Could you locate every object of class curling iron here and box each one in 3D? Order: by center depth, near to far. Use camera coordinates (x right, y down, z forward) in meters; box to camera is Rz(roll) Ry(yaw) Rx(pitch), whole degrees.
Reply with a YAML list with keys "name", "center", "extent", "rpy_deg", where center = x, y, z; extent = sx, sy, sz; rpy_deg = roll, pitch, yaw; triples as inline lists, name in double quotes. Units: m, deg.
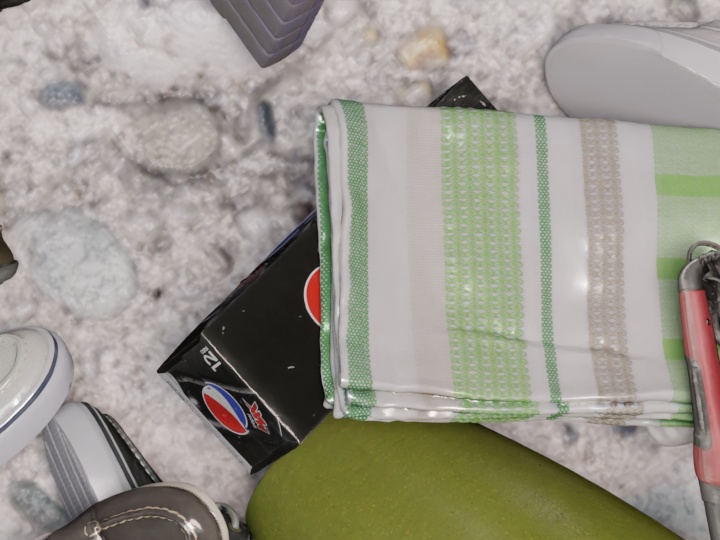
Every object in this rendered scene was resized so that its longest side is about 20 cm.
- name: "curling iron"
  center: [0.167, 0.086, 0.980]
  extent: [0.049, 0.026, 0.202]
  rpy_deg: [-2, 83, -14]

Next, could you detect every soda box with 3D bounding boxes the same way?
- name: "soda box"
  center: [0.000, 0.000, 1.044]
  extent: [0.071, 0.063, 0.200]
  rpy_deg: [47, 59, -3]

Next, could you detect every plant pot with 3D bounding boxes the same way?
- name: "plant pot"
  center: [0.046, 0.152, 1.055]
  extent: [0.200, 0.187, 0.187]
  rpy_deg: [41, 92, 15]

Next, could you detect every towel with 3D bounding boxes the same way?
- name: "towel"
  center: [0.079, -0.005, 1.008]
  extent: [0.198, 0.031, 0.151]
  rpy_deg: [2, 71, -13]

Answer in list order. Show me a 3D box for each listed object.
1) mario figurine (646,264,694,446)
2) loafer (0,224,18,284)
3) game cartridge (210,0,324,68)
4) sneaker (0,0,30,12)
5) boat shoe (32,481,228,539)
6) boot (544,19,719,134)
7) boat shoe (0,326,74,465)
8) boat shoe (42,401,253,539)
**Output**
- name: "mario figurine"
  center: [0.177, 0.013, 1.067]
  extent: [0.198, 0.124, 0.107]
  rpy_deg: [-5, 113, -5]
- name: "loafer"
  center: [-0.261, -0.030, 1.077]
  extent: [0.198, 0.075, 0.070]
  rpy_deg: [10, 97, -1]
- name: "game cartridge"
  center: [-0.081, -0.199, 1.036]
  extent: [0.038, 0.130, 0.201]
  rpy_deg: [-34, 85, -15]
- name: "sneaker"
  center: [-0.167, -0.188, 1.046]
  extent: [0.200, 0.078, 0.091]
  rpy_deg: [-37, 74, 37]
- name: "boat shoe"
  center: [-0.142, 0.157, 1.049]
  extent: [0.199, 0.057, 0.067]
  rpy_deg: [-27, 94, 37]
- name: "boot"
  center: [0.196, -0.096, 1.089]
  extent: [0.198, 0.096, 0.074]
  rpy_deg: [17, 136, 21]
- name: "boat shoe"
  center: [-0.240, 0.067, 1.073]
  extent: [0.201, 0.075, 0.086]
  rpy_deg: [-24, 133, 6]
- name: "boat shoe"
  center: [-0.084, 0.145, 1.101]
  extent: [0.071, 0.072, 0.201]
  rpy_deg: [-31, 92, -22]
